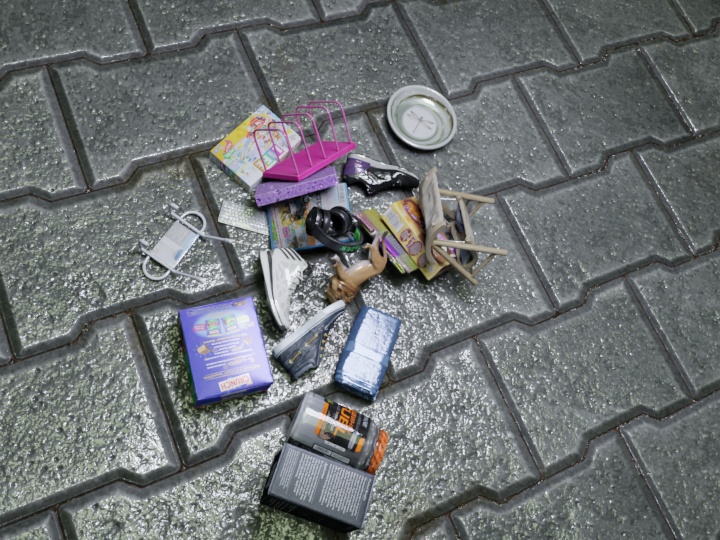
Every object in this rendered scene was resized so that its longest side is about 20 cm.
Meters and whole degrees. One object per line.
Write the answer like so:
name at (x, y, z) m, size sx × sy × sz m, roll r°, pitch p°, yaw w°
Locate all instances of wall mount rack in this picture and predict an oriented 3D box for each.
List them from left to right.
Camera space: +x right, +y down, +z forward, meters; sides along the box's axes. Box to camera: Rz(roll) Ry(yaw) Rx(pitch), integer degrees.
wall mount rack at (-0.396, -0.055, 1.642) m, size 0.173 × 0.075 × 0.201 m, roll 33°, pitch 64°, yaw 0°

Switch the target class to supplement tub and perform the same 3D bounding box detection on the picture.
supplement tub at (-0.048, 0.349, 1.534) m, size 0.198 × 0.123 × 0.124 m, roll 24°, pitch 63°, yaw -4°

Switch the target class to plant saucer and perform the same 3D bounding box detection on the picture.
plant saucer at (0.160, -0.403, 1.959) m, size 0.197 × 0.050 × 0.203 m, roll 6°, pitch 65°, yaw -12°

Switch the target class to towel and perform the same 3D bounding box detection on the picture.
towel at (0.016, 0.187, 1.664) m, size 0.110 × 0.049 × 0.202 m, roll 25°, pitch 64°, yaw -4°
towel at (0.067, -0.074, 1.763) m, size 0.200 × 0.023 × 0.143 m, roll 49°, pitch 20°, yaw 8°

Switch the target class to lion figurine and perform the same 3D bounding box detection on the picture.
lion figurine at (0.000, 0.000, 1.680) m, size 0.198 × 0.073 × 0.123 m, roll -28°, pitch 118°, yaw 2°

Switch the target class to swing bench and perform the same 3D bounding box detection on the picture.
swing bench at (0.223, -0.105, 1.734) m, size 0.198 × 0.130 × 0.201 m, roll 22°, pitch 42°, yaw -23°

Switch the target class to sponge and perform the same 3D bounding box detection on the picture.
sponge at (-0.150, -0.201, 1.715) m, size 0.197 × 0.112 × 0.030 m, roll -15°, pitch 109°, yaw 2°

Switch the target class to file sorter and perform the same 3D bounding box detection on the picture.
file sorter at (-0.138, -0.318, 1.751) m, size 0.199 × 0.138 × 0.127 m, roll -36°, pitch 122°, yaw -34°

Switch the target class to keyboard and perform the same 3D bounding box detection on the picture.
keyboard at (-0.240, -0.117, 1.748) m, size 0.197 × 0.011 × 0.057 m, roll 15°, pitch 64°, yaw -8°

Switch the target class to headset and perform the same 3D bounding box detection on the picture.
headset at (-0.080, -0.100, 1.648) m, size 0.122 × 0.095 × 0.200 m, roll -6°, pitch 45°, yaw -45°

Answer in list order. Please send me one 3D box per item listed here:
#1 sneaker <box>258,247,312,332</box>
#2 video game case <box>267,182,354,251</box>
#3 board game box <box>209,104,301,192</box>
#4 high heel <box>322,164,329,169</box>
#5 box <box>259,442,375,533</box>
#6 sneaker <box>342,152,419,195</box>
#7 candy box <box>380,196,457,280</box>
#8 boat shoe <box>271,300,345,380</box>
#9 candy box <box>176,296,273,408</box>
sneaker at (-0.160, 0.034, 1.655) m, size 0.114 × 0.076 × 0.203 m, roll -13°, pitch 68°, yaw -3°
video game case at (-0.121, -0.122, 1.726) m, size 0.197 × 0.018 × 0.145 m, roll -9°, pitch 77°, yaw 7°
board game box at (-0.260, -0.306, 1.811) m, size 0.134 × 0.034 × 0.200 m, roll 40°, pitch 63°, yaw 3°
high heel at (-0.081, -0.200, 1.792) m, size 0.095 × 0.068 × 0.202 m, roll -24°, pitch 72°, yaw -12°
box at (-0.088, 0.443, 1.468) m, size 0.198 × 0.149 × 0.108 m, roll 22°, pitch 63°, yaw -5°
sneaker at (0.050, -0.225, 1.851) m, size 0.197 × 0.076 × 0.089 m, roll 16°, pitch 78°, yaw -4°
candy box at (0.150, -0.081, 1.788) m, size 0.201 × 0.056 × 0.116 m, roll 53°, pitch 35°, yaw 12°
boat shoe at (-0.097, 0.157, 1.635) m, size 0.199 × 0.071 × 0.091 m, roll -37°, pitch 84°, yaw -14°
candy box at (-0.295, 0.175, 1.569) m, size 0.167 × 0.077 × 0.203 m, roll -10°, pitch 69°, yaw -20°
